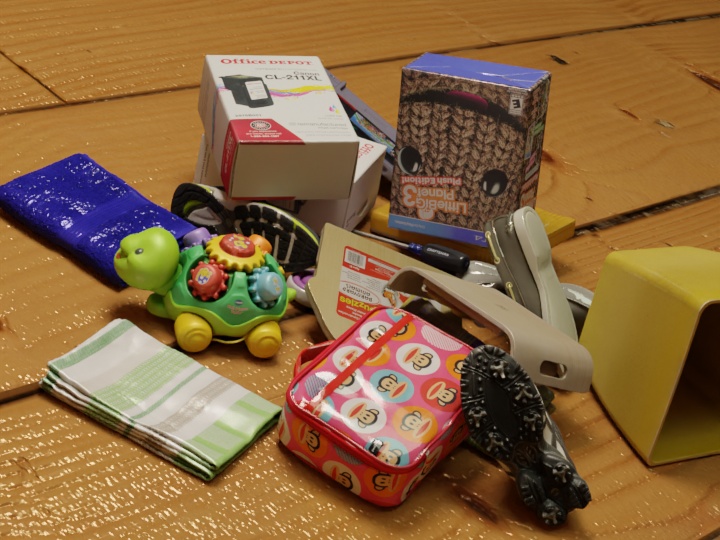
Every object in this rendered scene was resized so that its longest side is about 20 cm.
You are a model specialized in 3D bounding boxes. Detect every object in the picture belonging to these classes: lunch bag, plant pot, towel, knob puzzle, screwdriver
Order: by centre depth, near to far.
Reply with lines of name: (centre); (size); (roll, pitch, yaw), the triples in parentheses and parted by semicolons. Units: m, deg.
towel: (-0.189, 0.117, 1.494); (0.200, 0.031, 0.149); (26, 30, 15)
lunch bag: (0.016, 0.123, 1.519); (0.176, 0.082, 0.200); (31, 44, 19)
towel: (0.100, 0.110, 1.638); (0.200, 0.023, 0.144); (38, 39, 16)
knob puzzle: (0.025, 0.057, 1.696); (0.220, 0.030, 0.220); (19, 44, -19)
plant pot: (0.357, 0.074, 1.712); (0.200, 0.200, 0.176); (-4, 29, -35)
towel: (-0.290, -0.063, 1.732); (0.200, 0.050, 0.148); (30, 30, 22)
screwdriver: (0.047, -0.035, 1.851); (0.200, 0.029, 0.028); (23, 12, 35)

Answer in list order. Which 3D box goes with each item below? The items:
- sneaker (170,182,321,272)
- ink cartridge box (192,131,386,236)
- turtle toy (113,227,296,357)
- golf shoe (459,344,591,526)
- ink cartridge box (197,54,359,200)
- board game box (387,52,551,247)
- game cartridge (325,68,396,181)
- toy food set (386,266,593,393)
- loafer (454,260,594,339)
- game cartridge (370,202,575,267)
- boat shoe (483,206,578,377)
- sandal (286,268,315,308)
sneaker: (-0.120, -0.057, 1.783); (0.200, 0.074, 0.081); (26, 23, 28)
ink cartridge box: (-0.085, -0.124, 1.905); (0.200, 0.088, 0.145); (20, 28, 11)
turtle toy: (-0.161, 0.009, 1.623); (0.200, 0.101, 0.146); (7, 30, -19)
golf shoe: (0.150, 0.153, 1.506); (0.078, 0.200, 0.094); (-27, 17, 4)
ink cartridge box: (-0.099, -0.169, 1.803); (0.146, 0.083, 0.200); (-2, 37, -18)
board game box: (0.128, -0.142, 1.839); (0.159, 0.200, 0.097); (11, 23, 18)
game cartridge: (0.008, -0.185, 2.042); (0.200, 0.038, 0.130); (40, 16, -3)
toy food set: (0.135, 0.065, 1.633); (0.143, 0.060, 0.200); (15, 14, -47)
loafer: (0.201, 0.046, 1.803); (0.200, 0.070, 0.070); (14, 33, 10)
game cartridge: (0.142, -0.059, 1.938); (0.200, 0.032, 0.176); (16, 25, 31)
boat shoe: (0.192, 0.032, 1.738); (0.060, 0.202, 0.072); (-17, -1, 28)
sandal: (0.005, 0.004, 1.778); (0.203, 0.050, 0.082); (-14, 42, -44)
